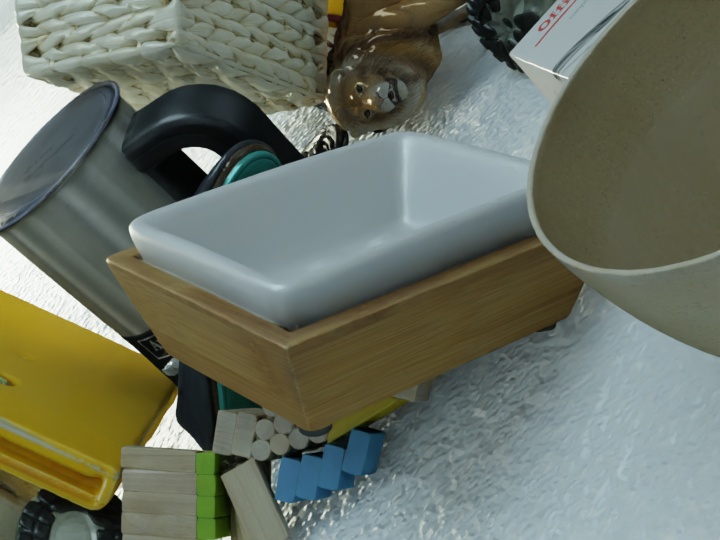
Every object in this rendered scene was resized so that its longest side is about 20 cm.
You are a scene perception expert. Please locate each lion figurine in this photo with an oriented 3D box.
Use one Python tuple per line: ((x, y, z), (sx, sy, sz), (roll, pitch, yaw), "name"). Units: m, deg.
((0.011, -0.196, 1.013), (0.122, 0.201, 0.072), (-20, -3, 4), "lion figurine")

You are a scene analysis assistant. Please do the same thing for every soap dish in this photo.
((0.000, 0.000, 0.765), (0.199, 0.082, 0.157), (-20, 26, -33), "soap dish")

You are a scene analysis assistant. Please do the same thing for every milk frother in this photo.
((-0.106, -0.050, 0.980), (0.180, 0.188, 0.200), (-39, 27, 13), "milk frother")

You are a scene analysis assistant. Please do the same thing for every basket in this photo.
((-0.117, -0.172, 0.986), (0.135, 0.200, 0.124), (-6, 81, 27), "basket")

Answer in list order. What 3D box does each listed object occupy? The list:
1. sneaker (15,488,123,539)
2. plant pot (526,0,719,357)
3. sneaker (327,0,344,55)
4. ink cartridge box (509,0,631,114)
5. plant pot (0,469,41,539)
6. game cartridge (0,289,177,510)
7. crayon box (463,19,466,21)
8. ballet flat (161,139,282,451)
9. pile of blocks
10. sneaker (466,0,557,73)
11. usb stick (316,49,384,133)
((-0.154, 0.219, 0.836), (0.089, 0.076, 0.201), (101, 171, -49), "sneaker")
((0.183, -0.036, 0.588), (0.200, 0.134, 0.201), (-36, 28, 22), "plant pot")
((-0.041, -0.167, 1.122), (0.200, 0.075, 0.091), (-12, 69, 55), "sneaker")
((0.158, -0.124, 0.826), (0.116, 0.067, 0.200), (-47, 26, -1), "ink cartridge box")
((-0.283, 0.167, 0.915), (0.184, 0.200, 0.200), (-49, 26, 3), "plant pot")
((-0.206, 0.065, 0.930), (0.200, 0.176, 0.033), (-69, 4, -79), "game cartridge")
((0.135, -0.269, 1.074), (0.200, 0.058, 0.173), (-13, 41, 50), "crayon box")
((-0.081, 0.015, 0.866), (0.073, 0.201, 0.073), (1, 27, -1), "ballet flat")
((-0.037, 0.100, 0.831), (0.199, 0.082, 0.062), (-27, -12, 18), "pile of blocks")
((0.117, -0.206, 0.918), (0.086, 0.078, 0.200), (-47, -9, -23), "sneaker")
((-0.012, -0.141, 1.147), (0.056, 0.033, 0.200), (-56, 26, 0), "usb stick")
